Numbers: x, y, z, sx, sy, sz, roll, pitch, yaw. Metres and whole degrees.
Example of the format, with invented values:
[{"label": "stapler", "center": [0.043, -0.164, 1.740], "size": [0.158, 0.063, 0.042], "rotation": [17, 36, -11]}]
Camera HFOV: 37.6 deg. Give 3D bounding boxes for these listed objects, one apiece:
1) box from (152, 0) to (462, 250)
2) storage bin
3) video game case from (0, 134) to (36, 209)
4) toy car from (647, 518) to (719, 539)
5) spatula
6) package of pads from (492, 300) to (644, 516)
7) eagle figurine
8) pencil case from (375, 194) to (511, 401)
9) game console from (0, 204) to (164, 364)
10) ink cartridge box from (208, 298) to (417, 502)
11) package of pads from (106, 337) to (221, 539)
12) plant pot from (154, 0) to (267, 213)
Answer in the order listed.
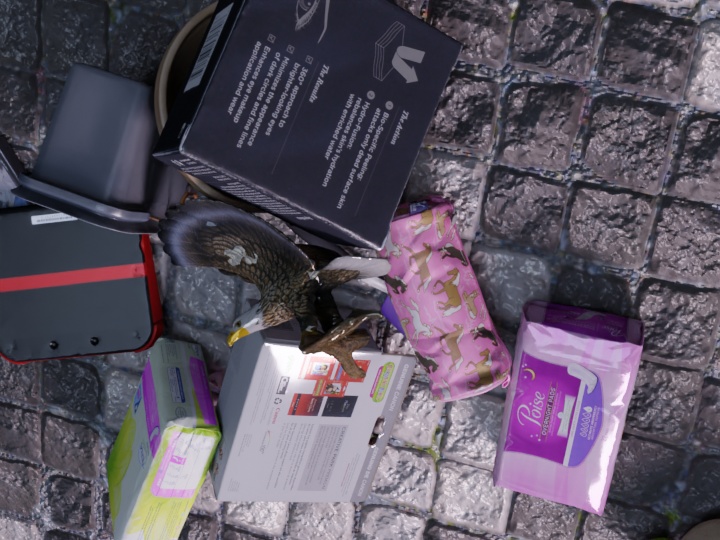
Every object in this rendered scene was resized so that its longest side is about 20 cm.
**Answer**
[{"label": "box", "center": [-0.047, -0.147, 0.923], "size": [0.199, 0.117, 0.198], "rotation": [25, 83, -22]}, {"label": "storage bin", "center": [-0.223, -0.115, 1.032], "size": [0.144, 0.200, 0.136], "rotation": [19, 96, 11]}, {"label": "video game case", "center": [-0.436, -0.030, 1.223], "size": [0.199, 0.026, 0.182], "rotation": [-27, 100, 24]}, {"label": "toy car", "center": [0.385, 0.365, 1.052], "size": [0.163, 0.158, 0.201], "rotation": [-21, 115, 35]}, {"label": "spatula", "center": [0.000, 0.000, 1.098], "size": [0.199, 0.021, 0.057], "rotation": [37, 110, 3]}, {"label": "package of pads", "center": [0.204, 0.136, 1.054], "size": [0.119, 0.076, 0.202], "rotation": [12, 113, 12]}, {"label": "eagle figurine", "center": [-0.079, 0.006, 0.985], "size": [0.200, 0.150, 0.152], "rotation": [50, 147, 28]}, {"label": "pencil case", "center": [0.080, 0.029, 1.037], "size": [0.086, 0.082, 0.202], "rotation": [-16, 96, 50]}, {"label": "game console", "center": [-0.325, 0.012, 1.180], "size": [0.198, 0.031, 0.179], "rotation": [-6, 98, 7]}, {"label": "ink cartridge box", "center": [-0.056, 0.143, 1.118], "size": [0.174, 0.084, 0.202], "rotation": [7, 117, -24]}, {"label": "package of pads", "center": [-0.220, 0.201, 1.169], "size": [0.068, 0.155, 0.201], "rotation": [12, 119, -25]}, {"label": "plant pot", "center": [-0.105, -0.155, 1.011], "size": [0.199, 0.093, 0.203], "rotation": [-1, 92, -25]}]
